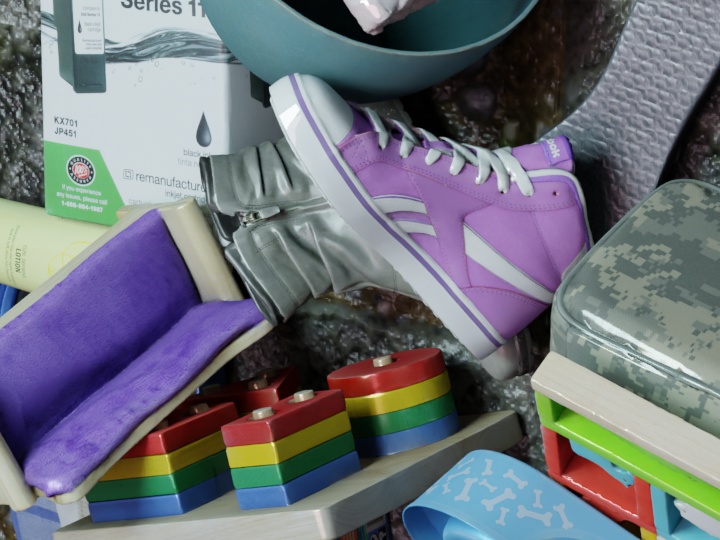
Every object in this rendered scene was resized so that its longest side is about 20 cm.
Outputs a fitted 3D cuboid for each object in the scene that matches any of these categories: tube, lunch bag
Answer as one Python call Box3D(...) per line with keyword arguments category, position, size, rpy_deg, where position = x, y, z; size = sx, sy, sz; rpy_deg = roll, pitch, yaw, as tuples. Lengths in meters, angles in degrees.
Box3D(category="tube", position=(-0.164, -0.004, 1.538), size=(0.200, 0.052, 0.058), rpy_deg=(15, 154, 25))
Box3D(category="lunch bag", position=(0.197, 0.072, 1.290), size=(0.200, 0.139, 0.168), rpy_deg=(27, 141, 27))

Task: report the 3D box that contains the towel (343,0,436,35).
Box3D(category="towel", position=(0.016, -0.237, 1.306), size=(0.200, 0.191, 0.032), rpy_deg=(53, 148, 11))

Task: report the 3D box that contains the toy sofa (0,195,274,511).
Box3D(category="toy sofa", position=(-0.147, 0.044, 1.401), size=(0.097, 0.200, 0.083), rpy_deg=(-3, 121, 47))

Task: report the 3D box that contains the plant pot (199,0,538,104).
Box3D(category="plant pot", position=(-0.011, -0.169, 1.357), size=(0.200, 0.200, 0.135), rpy_deg=(55, 148, 11))

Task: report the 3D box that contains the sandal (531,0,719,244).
Box3D(category="sandal", position=(0.144, -0.074, 1.353), size=(0.076, 0.043, 0.200), rpy_deg=(41, 119, 9))

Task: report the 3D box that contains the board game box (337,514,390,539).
Box3D(category="board game box", position=(-0.050, 0.212, 1.467), size=(0.045, 0.200, 0.153), rpy_deg=(-1, 101, 36))

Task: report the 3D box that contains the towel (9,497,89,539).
Box3D(category="towel", position=(-0.135, 0.186, 1.597), size=(0.200, 0.024, 0.147), rpy_deg=(15, 131, 25))

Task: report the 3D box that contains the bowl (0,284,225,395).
Box3D(category="bowl", position=(-0.170, 0.059, 1.613), size=(0.200, 0.039, 0.201), rpy_deg=(10, 108, 33))

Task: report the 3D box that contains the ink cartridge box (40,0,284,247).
Box3D(category="ink cartridge box", position=(-0.112, -0.127, 1.491), size=(0.146, 0.083, 0.201), rpy_deg=(10, 108, 33))

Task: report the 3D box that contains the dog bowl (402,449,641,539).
Box3D(category="dog bowl", position=(0.117, 0.164, 1.311), size=(0.200, 0.050, 0.112), rpy_deg=(33, 160, 9))

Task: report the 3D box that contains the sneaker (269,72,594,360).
Box3D(category="sneaker", position=(0.046, -0.055, 1.311), size=(0.114, 0.073, 0.200), rpy_deg=(-39, 122, 11))

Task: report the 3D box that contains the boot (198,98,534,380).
Box3D(category="boot", position=(0.000, 0.000, 1.412), size=(0.200, 0.130, 0.068), rpy_deg=(57, 166, 15))

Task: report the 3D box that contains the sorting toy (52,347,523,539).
Box3D(category="sorting toy", position=(-0.045, 0.099, 1.432), size=(0.200, 0.199, 0.070), rpy_deg=(-10, 97, 37))

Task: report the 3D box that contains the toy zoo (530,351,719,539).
Box3D(category="toy zoo", position=(0.153, 0.123, 1.262), size=(0.131, 0.020, 0.200), rpy_deg=(29, 158, 23))
